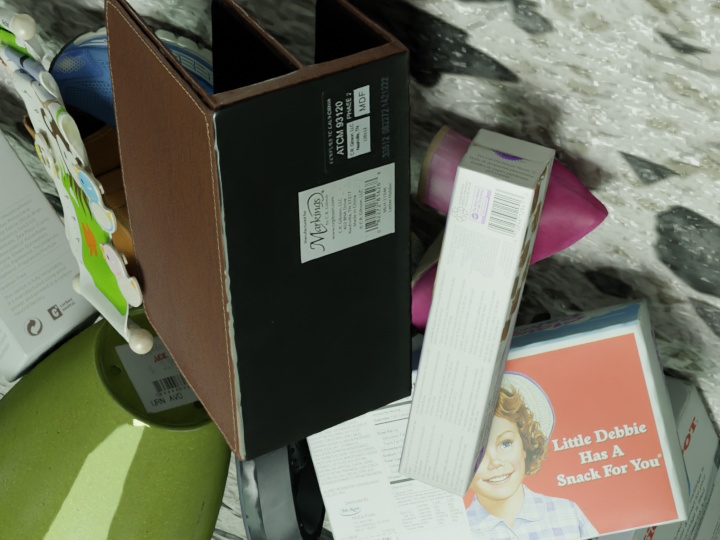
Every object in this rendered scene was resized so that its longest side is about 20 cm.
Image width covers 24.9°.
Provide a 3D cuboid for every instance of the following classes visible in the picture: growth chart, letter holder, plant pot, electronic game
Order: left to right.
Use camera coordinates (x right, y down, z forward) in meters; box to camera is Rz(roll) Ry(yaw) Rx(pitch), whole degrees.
[{"bbox_3d":[-0.165,-0.056,0.907,0.145,0.018,0.202,20,130,66],"label":"growth chart"},{"bbox_3d":[-0.156,0.116,1.051,0.186,0.188,0.200,29,134,-8],"label":"plant pot"},{"bbox_3d":[-0.051,-0.037,0.806,0.142,0.100,0.202,46,147,45],"label":"letter holder"},{"bbox_3d":[-0.049,0.082,0.970,0.041,0.202,0.200,-2,154,7],"label":"electronic game"}]

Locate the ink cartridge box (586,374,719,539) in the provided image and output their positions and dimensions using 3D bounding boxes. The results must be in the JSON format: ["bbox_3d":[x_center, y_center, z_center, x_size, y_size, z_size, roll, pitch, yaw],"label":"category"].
[{"bbox_3d":[0.175,0.167,1.052,0.082,0.147,0.200,14,155,31],"label":"ink cartridge box"}]

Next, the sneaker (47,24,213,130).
[{"bbox_3d":[-0.085,-0.063,0.890,0.199,0.090,0.079,27,159,4],"label":"sneaker"}]

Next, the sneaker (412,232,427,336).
[{"bbox_3d":[0.000,0.000,1.006,0.089,0.077,0.200,53,168,18],"label":"sneaker"}]

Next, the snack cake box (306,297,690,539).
[{"bbox_3d":[0.075,0.096,0.917,0.198,0.116,0.067,-13,-174,14],"label":"snack cake box"}]

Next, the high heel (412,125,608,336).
[{"bbox_3d":[0.080,-0.001,0.883,0.095,0.068,0.201,26,149,15],"label":"high heel"}]

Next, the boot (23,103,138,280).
[{"bbox_3d":[-0.162,-0.044,1.037,0.199,0.077,0.155,-1,149,45],"label":"boot"}]

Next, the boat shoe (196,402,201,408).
[{"bbox_3d":[-0.081,0.063,1.103,0.071,0.068,0.200,-12,157,-17],"label":"boat shoe"}]

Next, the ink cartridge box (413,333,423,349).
[{"bbox_3d":[0.070,0.105,1.175,0.198,0.041,0.200,16,157,25],"label":"ink cartridge box"}]

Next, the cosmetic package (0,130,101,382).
[{"bbox_3d":[-0.250,-0.035,1.059,0.201,0.071,0.101,56,157,0],"label":"cosmetic package"}]

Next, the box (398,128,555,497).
[{"bbox_3d":[0.056,0.025,0.812,0.041,0.039,0.201,18,128,13],"label":"box"}]

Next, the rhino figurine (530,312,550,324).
[{"bbox_3d":[0.061,0.075,1.016,0.087,0.060,0.200,3,151,-37],"label":"rhino figurine"}]
